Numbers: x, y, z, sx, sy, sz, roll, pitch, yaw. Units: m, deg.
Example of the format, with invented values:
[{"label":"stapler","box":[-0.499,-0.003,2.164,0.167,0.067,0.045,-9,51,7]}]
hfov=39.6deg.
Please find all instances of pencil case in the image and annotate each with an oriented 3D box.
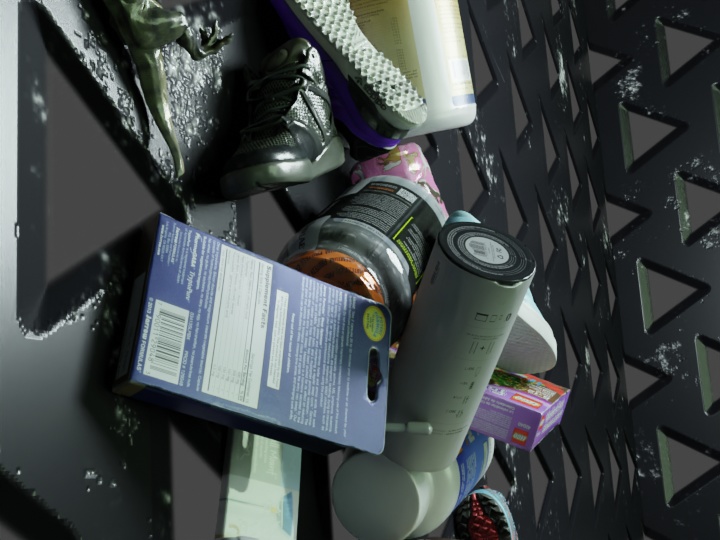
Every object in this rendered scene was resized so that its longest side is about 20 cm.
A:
[{"label":"pencil case","box":[0.061,-0.028,1.003,0.086,0.083,0.201,-2,65,-61]}]

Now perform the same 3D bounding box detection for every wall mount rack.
[{"label":"wall mount rack","box":[-0.033,0.160,0.736,0.173,0.074,0.201,23,58,-35]}]

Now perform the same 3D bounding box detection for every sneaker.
[{"label":"sneaker","box":[0.174,0.362,1.220,0.095,0.079,0.202,-6,88,-70]},{"label":"sneaker","box":[-0.036,-0.182,0.907,0.201,0.099,0.069,53,39,7]},{"label":"sneaker","box":[-0.071,-0.121,0.801,0.199,0.076,0.115,-46,122,-67]},{"label":"sneaker","box":[0.129,0.020,0.902,0.200,0.073,0.082,51,42,-44]}]

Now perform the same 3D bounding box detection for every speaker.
[{"label":"speaker","box":[0.070,0.066,0.800,0.081,0.081,0.201,-60,169,-57]}]

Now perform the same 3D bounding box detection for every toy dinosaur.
[{"label":"toy dinosaur","box":[-0.139,-0.173,0.689,0.088,0.047,0.201,-43,124,-47]}]

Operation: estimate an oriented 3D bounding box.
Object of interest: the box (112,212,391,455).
[{"label":"box","box":[-0.066,0.052,0.689,0.199,0.032,0.122,23,57,-30]}]

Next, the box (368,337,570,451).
[{"label":"box","box":[0.088,0.105,0.946,0.137,0.199,0.039,-8,115,-68]}]

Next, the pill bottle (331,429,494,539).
[{"label":"pill bottle","box":[0.049,0.181,0.931,0.200,0.111,0.113,-16,97,-68]}]

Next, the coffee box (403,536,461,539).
[{"label":"coffee box","box":[0.073,0.267,0.814,0.112,0.200,0.080,2,79,-29]}]

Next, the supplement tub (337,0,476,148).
[{"label":"supplement tub","box":[0.030,-0.231,0.988,0.144,0.143,0.202,-26,107,-67]}]

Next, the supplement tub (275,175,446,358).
[{"label":"supplement tub","box":[0.000,0.000,0.864,0.200,0.122,0.123,-48,126,-63]}]
